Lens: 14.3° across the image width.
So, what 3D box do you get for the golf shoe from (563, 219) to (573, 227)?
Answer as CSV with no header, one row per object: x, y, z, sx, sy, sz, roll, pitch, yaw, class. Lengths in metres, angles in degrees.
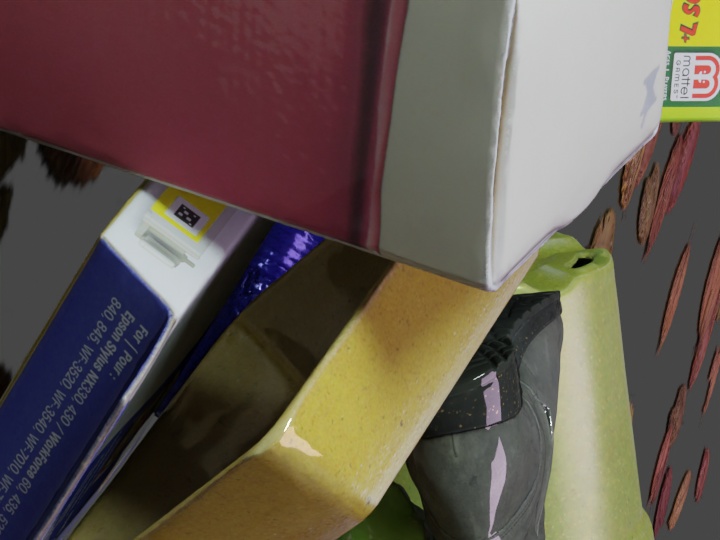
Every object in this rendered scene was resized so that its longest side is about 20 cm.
0.054,-0.065,1.036,0.078,0.097,0.200,-36,169,-16,golf shoe

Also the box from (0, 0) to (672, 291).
-0.014,-0.092,0.898,0.128,0.199,0.110,-42,142,-50,box

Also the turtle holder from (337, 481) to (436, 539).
-0.021,0.177,1.066,0.185,0.141,0.132,-28,146,-21,turtle holder

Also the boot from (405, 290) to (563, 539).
0.051,0.085,1.119,0.200,0.067,0.132,-50,129,-75,boot

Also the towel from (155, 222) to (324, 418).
0.000,0.000,1.176,0.201,0.049,0.148,-62,153,-9,towel

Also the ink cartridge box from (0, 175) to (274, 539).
-0.094,0.043,0.958,0.198,0.047,0.200,-55,178,35,ink cartridge box

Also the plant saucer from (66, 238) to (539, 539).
-0.021,0.048,0.975,0.200,0.048,0.200,-39,-169,46,plant saucer

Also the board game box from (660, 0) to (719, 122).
0.084,-0.128,1.092,0.200,0.047,0.102,-141,-127,-64,board game box

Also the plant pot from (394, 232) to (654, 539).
0.065,0.079,1.500,0.200,0.199,0.186,-37,129,-67,plant pot
